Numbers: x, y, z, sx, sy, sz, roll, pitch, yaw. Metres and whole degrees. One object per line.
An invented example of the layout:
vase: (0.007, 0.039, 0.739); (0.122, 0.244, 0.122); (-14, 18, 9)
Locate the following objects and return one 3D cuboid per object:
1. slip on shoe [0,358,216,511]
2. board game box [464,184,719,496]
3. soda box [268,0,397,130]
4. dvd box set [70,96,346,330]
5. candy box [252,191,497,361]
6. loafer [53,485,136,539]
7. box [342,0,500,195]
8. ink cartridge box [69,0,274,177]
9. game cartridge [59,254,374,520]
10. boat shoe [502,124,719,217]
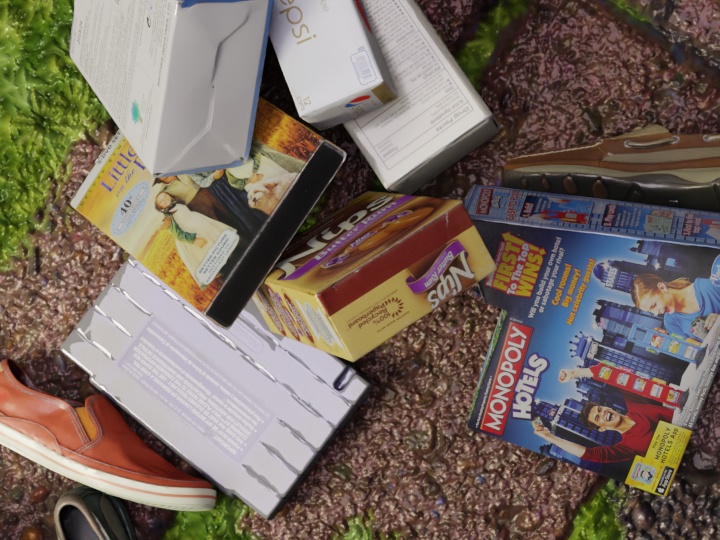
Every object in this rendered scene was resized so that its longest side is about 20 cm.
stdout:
slip on shoe: (-0.191, 0.121, 1.598); (0.199, 0.074, 0.061); (24, 87, 15)
board game box: (0.151, 0.029, 1.525); (0.199, 0.062, 0.201); (20, 117, 4)
soda box: (-0.041, -0.201, 1.516); (0.063, 0.068, 0.201); (-21, 82, 8)
dvd box set: (-0.110, -0.063, 1.559); (0.147, 0.029, 0.200); (-55, 43, 1)
candy box: (0.000, 0.000, 1.495); (0.116, 0.200, 0.057); (-32, 101, -13)
loafer: (-0.173, 0.249, 1.587); (0.072, 0.063, 0.201); (-26, 82, 6)
box: (0.006, -0.159, 1.580); (0.095, 0.078, 0.201); (-33, 82, 5)
ink cartridge box: (-0.139, -0.176, 1.531); (0.200, 0.076, 0.137); (50, 138, 44)
game cartridge: (-0.105, 0.071, 1.606); (0.200, 0.038, 0.130); (39, 96, 10)
boat shoe: (0.200, -0.061, 1.550); (0.199, 0.076, 0.074); (4, 46, 13)
